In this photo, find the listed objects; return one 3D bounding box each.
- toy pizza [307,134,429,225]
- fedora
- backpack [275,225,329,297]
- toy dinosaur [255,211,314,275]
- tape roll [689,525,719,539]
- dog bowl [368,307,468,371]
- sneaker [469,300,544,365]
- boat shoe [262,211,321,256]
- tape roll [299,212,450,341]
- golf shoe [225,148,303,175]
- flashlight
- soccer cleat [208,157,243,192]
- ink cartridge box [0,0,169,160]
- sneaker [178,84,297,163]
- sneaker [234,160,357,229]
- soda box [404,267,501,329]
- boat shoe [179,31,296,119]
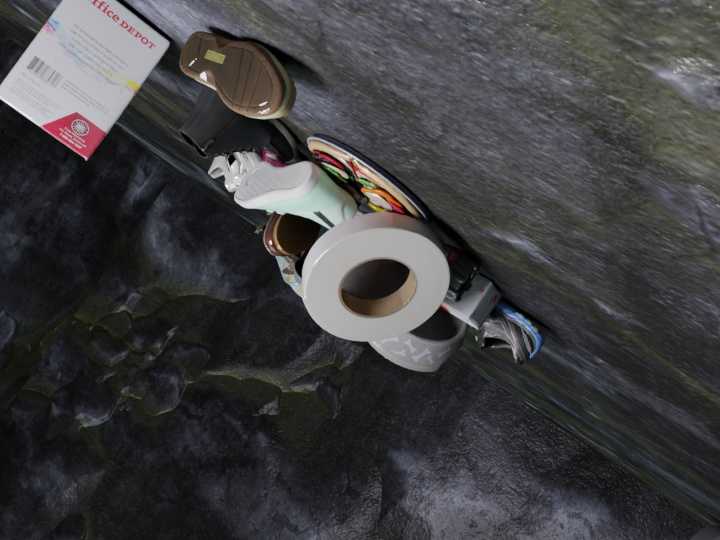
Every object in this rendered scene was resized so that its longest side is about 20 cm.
[{"bbox_3d":[0.005,-0.111,1.145,0.200,0.032,0.200,35,175,3],"label":"toy pizza"},{"bbox_3d":[0.000,0.000,1.276,0.199,0.091,0.177,16,-163,-25],"label":"fedora"},{"bbox_3d":[-0.076,-0.021,1.480,0.126,0.167,0.201,36,-159,-43],"label":"backpack"},{"bbox_3d":[-0.105,-0.065,1.391,0.077,0.201,0.102,-21,127,33],"label":"toy dinosaur"},{"bbox_3d":[1.015,0.834,2.422,0.200,0.201,0.066,36,176,-18],"label":"tape roll"},{"bbox_3d":[0.091,0.072,1.417,0.199,0.059,0.201,17,-140,-14],"label":"dog bowl"},{"bbox_3d":[0.199,0.080,1.366,0.199,0.083,0.071,36,177,29],"label":"sneaker"},{"bbox_3d":[-0.099,-0.077,1.291,0.070,0.200,0.071,-13,112,30],"label":"boat shoe"},{"bbox_3d":[0.020,0.013,1.142,0.203,0.202,0.037,38,-156,-35],"label":"tape roll"},{"bbox_3d":[-0.164,-0.179,1.305,0.200,0.092,0.072,37,174,-39],"label":"golf shoe"},{"bbox_3d":[0.075,-0.034,1.233,0.199,0.068,0.068,35,149,16],"label":"flashlight"},{"bbox_3d":[-0.221,-0.182,1.680,0.200,0.085,0.069,32,175,31],"label":"soccer cleat"},{"bbox_3d":[-0.384,-0.280,1.189,0.145,0.200,0.145,37,177,-20],"label":"ink cartridge box"},{"bbox_3d":[-0.172,-0.186,1.191,0.075,0.107,0.200,31,173,38],"label":"sneaker"},{"bbox_3d":[-0.091,-0.094,1.192,0.118,0.074,0.200,37,161,-34],"label":"sneaker"},{"bbox_3d":[0.119,0.011,1.335,0.200,0.068,0.064,32,174,32],"label":"soda box"},{"bbox_3d":[-0.118,-0.209,0.922,0.076,0.072,0.200,19,-165,-45],"label":"boat shoe"}]
